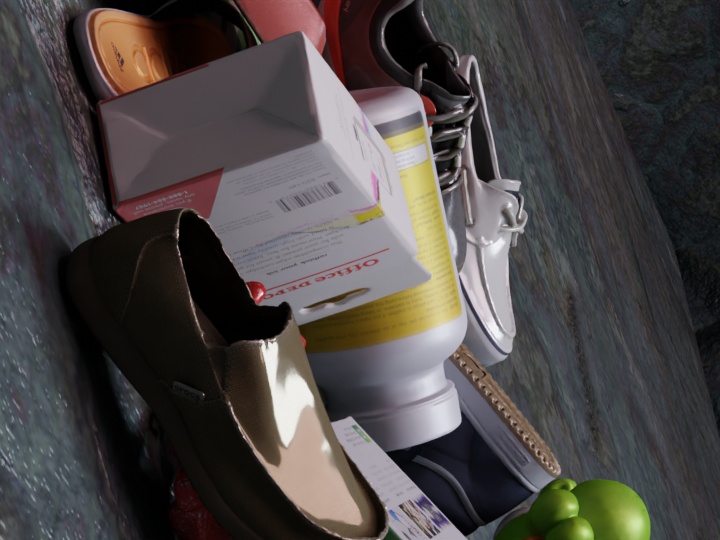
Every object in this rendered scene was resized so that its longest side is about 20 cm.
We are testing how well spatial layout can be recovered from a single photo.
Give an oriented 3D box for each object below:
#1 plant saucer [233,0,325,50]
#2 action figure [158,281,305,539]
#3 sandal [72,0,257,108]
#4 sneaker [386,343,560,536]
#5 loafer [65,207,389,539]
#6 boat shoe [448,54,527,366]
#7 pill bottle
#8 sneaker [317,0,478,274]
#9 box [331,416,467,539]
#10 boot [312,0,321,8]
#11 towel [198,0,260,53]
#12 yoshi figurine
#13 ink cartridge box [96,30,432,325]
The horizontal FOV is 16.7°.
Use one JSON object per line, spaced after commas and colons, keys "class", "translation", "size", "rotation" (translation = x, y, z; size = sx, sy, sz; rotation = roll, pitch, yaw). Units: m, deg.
{"class": "plant saucer", "translation": [-0.076, -0.191, 1.390], "size": [0.200, 0.037, 0.200], "rotation": [58, 1, -2]}
{"class": "action figure", "translation": [-0.067, 0.086, 1.172], "size": [0.065, 0.052, 0.200], "rotation": [59, 21, -27]}
{"class": "sandal", "translation": [-0.088, -0.111, 1.324], "size": [0.207, 0.059, 0.079], "rotation": [-12, 85, -74]}
{"class": "sneaker", "translation": [0.021, 0.081, 1.524], "size": [0.200, 0.108, 0.070], "rotation": [50, 11, 10]}
{"class": "loafer", "translation": [-0.052, 0.055, 1.106], "size": [0.200, 0.067, 0.076], "rotation": [49, 29, -1]}
{"class": "boat shoe", "translation": [0.075, -0.041, 1.579], "size": [0.072, 0.066, 0.200], "rotation": [18, 57, -68]}
{"class": "pill bottle", "translation": [0.000, 0.000, 1.426], "size": [0.112, 0.112, 0.200], "rotation": [-51, 130, -76]}
{"class": "sneaker", "translation": [0.033, -0.083, 1.483], "size": [0.077, 0.082, 0.200], "rotation": [-32, 110, -41]}
{"class": "box", "translation": [0.038, 0.160, 1.262], "size": [0.200, 0.036, 0.144], "rotation": [45, 7, 8]}
{"class": "boot", "translation": [-0.008, -0.184, 1.560], "size": [0.073, 0.200, 0.151], "rotation": [-58, 141, -38]}
{"class": "towel", "translation": [-0.060, -0.074, 1.518], "size": [0.153, 0.023, 0.200], "rotation": [-90, 159, -55]}
{"class": "yoshi figurine", "translation": [0.124, 0.192, 1.548], "size": [0.112, 0.112, 0.200], "rotation": [-56, 175, -32]}
{"class": "ink cartridge box", "translation": [-0.045, -0.039, 1.298], "size": [0.200, 0.116, 0.068], "rotation": [51, 24, -61]}
